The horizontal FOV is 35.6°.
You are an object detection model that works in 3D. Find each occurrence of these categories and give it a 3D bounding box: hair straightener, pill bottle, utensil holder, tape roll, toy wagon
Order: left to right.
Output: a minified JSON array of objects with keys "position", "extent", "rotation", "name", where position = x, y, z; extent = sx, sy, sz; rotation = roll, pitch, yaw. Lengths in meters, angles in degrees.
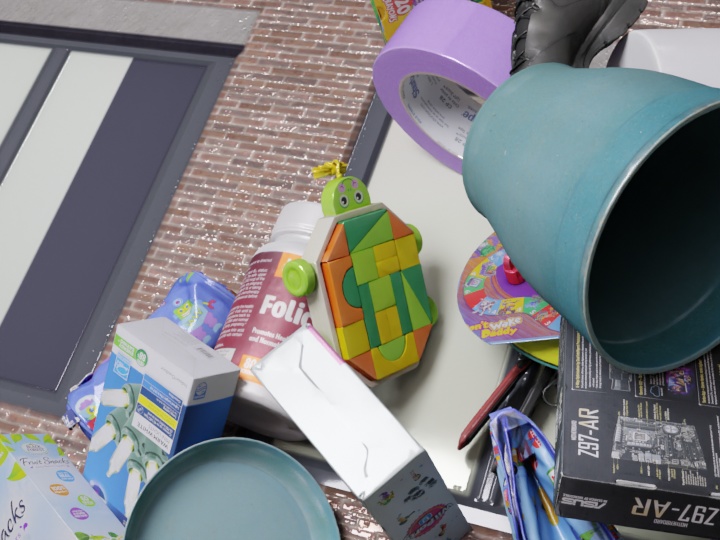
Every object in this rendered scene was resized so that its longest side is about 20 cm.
[{"position":[-0.063,0.045,1.040],"extent":[0.114,0.114,0.201],"rotation":[11,65,22],"name":"pill bottle"},{"position":[0.000,0.000,0.998],"extent":[0.039,0.155,0.201],"rotation":[-4,101,45],"name":"toy wagon"},{"position":[0.111,-0.161,1.055],"extent":[0.200,0.200,0.066],"rotation":[26,72,28],"name":"tape roll"},{"position":[0.172,0.100,0.992],"extent":[0.077,0.041,0.200],"rotation":[35,70,15],"name":"hair straightener"},{"position":[0.321,-0.123,0.951],"extent":[0.199,0.170,0.171],"rotation":[0,59,-8],"name":"utensil holder"}]

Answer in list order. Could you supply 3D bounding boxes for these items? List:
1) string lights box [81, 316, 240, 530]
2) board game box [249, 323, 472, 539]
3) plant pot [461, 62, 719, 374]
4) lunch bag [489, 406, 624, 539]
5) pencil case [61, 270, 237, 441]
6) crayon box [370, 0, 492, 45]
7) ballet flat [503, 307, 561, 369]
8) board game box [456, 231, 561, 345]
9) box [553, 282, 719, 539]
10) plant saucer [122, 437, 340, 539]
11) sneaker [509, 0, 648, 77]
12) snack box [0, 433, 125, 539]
[{"position":[-0.180,0.154,0.979],"extent":[0.103,0.059,0.201],"rotation":[29,111,33],"name":"string lights box"},{"position":[0.006,0.148,0.910],"extent":[0.064,0.200,0.148],"rotation":[-39,58,-7],"name":"board game box"},{"position":[0.179,-0.058,0.811],"extent":[0.200,0.200,0.188],"rotation":[-40,41,-8],"name":"plant pot"},{"position":[0.149,0.193,0.849],"extent":[0.094,0.151,0.201],"rotation":[-24,68,3],"name":"lunch bag"},{"position":[-0.197,0.087,1.078],"extent":[0.087,0.078,0.200],"rotation":[40,76,8],"name":"pencil case"},{"position":[0.063,-0.304,1.151],"extent":[0.118,0.200,0.058],"rotation":[-23,56,4],"name":"crayon box"},{"position":[0.219,0.063,0.946],"extent":[0.199,0.067,0.067],"rotation":[24,44,10],"name":"ballet flat"},{"position":[0.172,-0.011,0.960],"extent":[0.199,0.039,0.158],"rotation":[-8,40,23],"name":"board game box"},{"position":[0.221,0.095,0.801],"extent":[0.159,0.044,0.200],"rotation":[6,40,6],"name":"box"},{"position":[-0.107,0.240,0.927],"extent":[0.027,0.200,0.201],"rotation":[-27,42,55],"name":"plant saucer"},{"position":[0.155,-0.190,0.935],"extent":[0.091,0.076,0.200],"rotation":[43,63,-10],"name":"sneaker"},{"position":[-0.280,0.268,0.971],"extent":[0.200,0.068,0.169],"rotation":[39,105,33],"name":"snack box"}]
